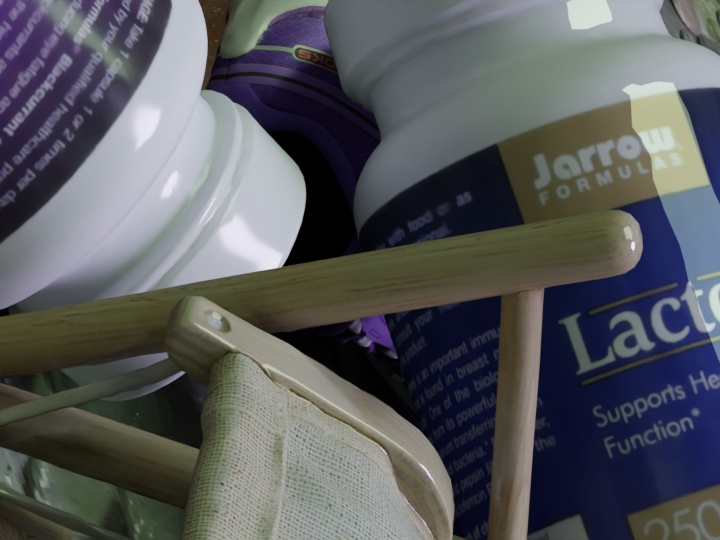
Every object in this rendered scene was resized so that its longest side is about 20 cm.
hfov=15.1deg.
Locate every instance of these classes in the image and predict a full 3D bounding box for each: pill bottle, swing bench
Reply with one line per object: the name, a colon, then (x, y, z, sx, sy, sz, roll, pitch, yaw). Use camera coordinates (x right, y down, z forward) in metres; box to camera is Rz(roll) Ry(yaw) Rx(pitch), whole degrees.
pill bottle: (-0.109, -0.059, 0.673, 0.200, 0.111, 0.112, 43, 28, -27)
pill bottle: (0.064, 0.007, 0.736, 0.116, 0.116, 0.200, 2, 66, -61)
swing bench: (-0.047, 0.079, 0.567, 0.199, 0.199, 0.130, -78, 171, -56)

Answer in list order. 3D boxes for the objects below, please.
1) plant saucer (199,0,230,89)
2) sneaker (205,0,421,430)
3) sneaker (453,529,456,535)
plant saucer: (-0.106, -0.106, 0.828, 0.200, 0.037, 0.201, 43, 28, -29)
sneaker: (0.000, 0.000, 0.841, 0.200, 0.080, 0.084, 58, 45, -35)
sneaker: (-0.005, 0.110, 0.719, 0.078, 0.070, 0.200, 58, 17, 6)
